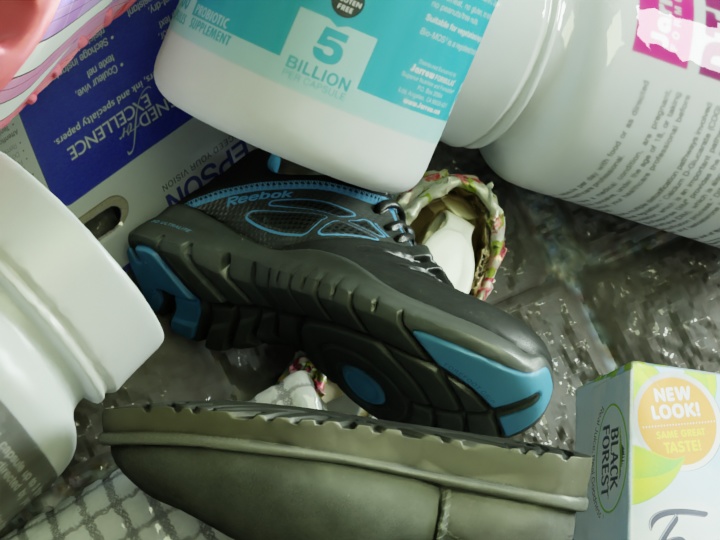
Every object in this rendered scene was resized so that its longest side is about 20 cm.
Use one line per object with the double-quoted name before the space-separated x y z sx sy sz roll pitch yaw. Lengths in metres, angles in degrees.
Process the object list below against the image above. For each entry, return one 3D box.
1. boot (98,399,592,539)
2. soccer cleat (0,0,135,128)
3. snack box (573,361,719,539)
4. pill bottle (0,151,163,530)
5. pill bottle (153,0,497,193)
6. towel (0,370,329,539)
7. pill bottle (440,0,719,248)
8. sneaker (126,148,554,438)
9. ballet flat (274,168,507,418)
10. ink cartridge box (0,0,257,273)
"boot" -0.012 0.148 0.782 0.181 0.073 0.201 9 91 7
"soccer cleat" -0.111 -0.096 0.838 0.067 0.077 0.200 22 72 32
"snack box" 0.152 0.145 0.895 0.142 0.053 0.201 10 72 -21
"pill bottle" -0.171 0.057 0.817 0.200 0.114 0.114 -43 92 -13
"pill bottle" 0.008 -0.138 0.875 0.110 0.111 0.201 21 97 -14
"towel" -0.040 0.160 0.853 0.165 0.086 0.200 -32 82 -1
"pill bottle" 0.116 -0.078 0.983 0.199 0.113 0.114 15 69 -23
"sneaker" 0.000 0.000 0.890 0.082 0.200 0.073 -44 136 -26
"ballet flat" 0.007 0.042 0.941 0.075 0.064 0.201 24 67 -15
"ink cartridge box" -0.142 -0.073 0.895 0.197 0.047 0.201 -38 132 -27
